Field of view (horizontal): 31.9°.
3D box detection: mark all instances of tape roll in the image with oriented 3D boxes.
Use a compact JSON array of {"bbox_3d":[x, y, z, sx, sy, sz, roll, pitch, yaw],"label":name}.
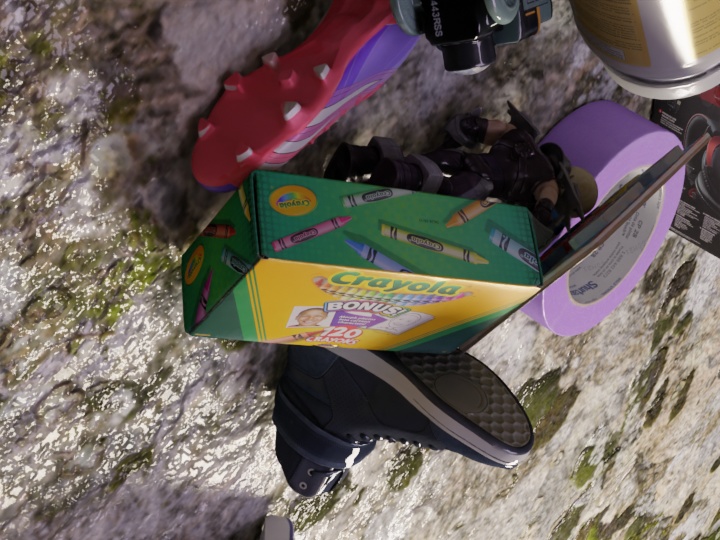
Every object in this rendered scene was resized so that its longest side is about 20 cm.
[{"bbox_3d":[0.203,-0.045,1.117,0.199,0.065,0.202,-31,139,-31],"label":"tape roll"}]

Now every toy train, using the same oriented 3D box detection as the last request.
[{"bbox_3d":[0.059,-0.219,0.727,0.114,0.084,0.203,-32,115,-57],"label":"toy train"}]

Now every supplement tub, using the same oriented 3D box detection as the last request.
[{"bbox_3d":[0.212,-0.230,0.894,0.146,0.145,0.200,-49,147,-9],"label":"supplement tub"}]

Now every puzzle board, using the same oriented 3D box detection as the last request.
[{"bbox_3d":[0.160,-0.025,0.903,0.200,0.017,0.151,-38,175,-46],"label":"puzzle board"}]

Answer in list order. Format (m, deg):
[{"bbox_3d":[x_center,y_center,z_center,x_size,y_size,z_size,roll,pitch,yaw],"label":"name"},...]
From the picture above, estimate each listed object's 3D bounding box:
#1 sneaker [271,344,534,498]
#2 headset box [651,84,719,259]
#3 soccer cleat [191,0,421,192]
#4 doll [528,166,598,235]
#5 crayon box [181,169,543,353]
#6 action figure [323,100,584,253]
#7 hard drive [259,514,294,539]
[{"bbox_3d":[0.022,0.118,0.905,0.077,0.201,0.148,-22,137,-52],"label":"sneaker"},{"bbox_3d":[0.345,-0.115,1.161,0.075,0.148,0.202,-33,140,-31],"label":"headset box"},{"bbox_3d":[-0.022,-0.114,0.771,0.201,0.066,0.077,-51,145,-14],"label":"soccer cleat"},{"bbox_3d":[0.099,-0.015,0.969,0.199,0.136,0.049,-38,101,-5],"label":"doll"},{"bbox_3d":[0.000,0.000,0.790,0.197,0.059,0.119,6,153,-28],"label":"crayon box"},{"bbox_3d":[0.075,-0.065,0.887,0.197,0.130,0.070,-5,129,-33],"label":"action figure"},{"bbox_3d":[-0.089,0.319,1.016,0.025,0.132,0.203,13,115,-9],"label":"hard drive"}]
